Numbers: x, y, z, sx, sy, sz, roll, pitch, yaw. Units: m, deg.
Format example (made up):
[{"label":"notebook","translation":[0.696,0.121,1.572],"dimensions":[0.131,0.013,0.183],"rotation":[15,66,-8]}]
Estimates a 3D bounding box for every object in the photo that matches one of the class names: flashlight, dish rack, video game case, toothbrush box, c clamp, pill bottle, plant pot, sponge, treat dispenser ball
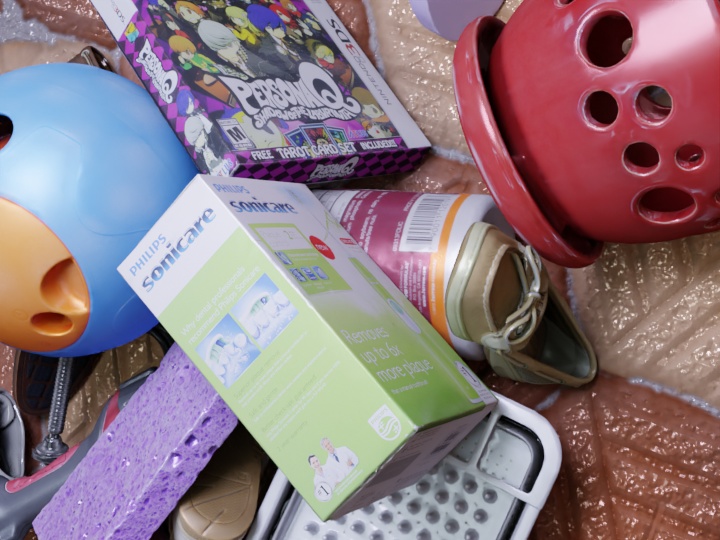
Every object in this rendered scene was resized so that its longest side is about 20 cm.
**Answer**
[{"label":"flashlight","translation":[-0.220,0.145,1.049],"dimensions":[0.200,0.068,0.068],"rotation":[-28,93,13]},{"label":"dish rack","translation":[0.026,0.162,0.930],"dimensions":[0.171,0.044,0.200],"rotation":[25,87,16]},{"label":"video game case","translation":[-0.067,-0.138,0.991],"dimensions":[0.181,0.200,0.036],"rotation":[56,128,21]},{"label":"toothbrush box","translation":[-0.029,0.041,0.858],"dimensions":[0.200,0.146,0.086],"rotation":[47,108,17]},{"label":"c clamp","translation":[-0.205,0.084,1.081],"dimensions":[0.171,0.027,0.200],"rotation":[7,99,3]},{"label":"pill bottle","translation":[0.000,0.000,0.986],"dimensions":[0.200,0.114,0.114],"rotation":[4,84,25]},{"label":"plant pot","translation":[0.168,-0.107,0.880],"dimensions":[0.182,0.200,0.201],"rotation":[-25,73,23]},{"label":"sponge","translation":[-0.144,0.125,0.944],"dimensions":[0.200,0.030,0.112],"rotation":[-52,27,1]},{"label":"treat dispenser ball","translation":[-0.203,-0.041,0.961],"dimensions":[0.201,0.201,0.201],"rotation":[-4,81,24]}]

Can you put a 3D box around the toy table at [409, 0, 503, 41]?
[{"label":"toy table","translation":[0.046,-0.275,0.980],"dimensions":[0.117,0.184,0.200],"rotation":[36,126,29]}]

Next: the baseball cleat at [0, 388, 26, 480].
[{"label":"baseball cleat","translation":[-0.336,0.106,1.143],"dimensions":[0.200,0.070,0.106],"rotation":[49,117,11]}]

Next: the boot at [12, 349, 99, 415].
[{"label":"boot","translation":[-0.249,0.012,1.136],"dimensions":[0.097,0.075,0.200],"rotation":[33,107,49]}]

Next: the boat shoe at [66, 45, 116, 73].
[{"label":"boat shoe","translation":[-0.173,-0.112,1.103],"dimensions":[0.202,0.075,0.075],"rotation":[39,93,24]}]

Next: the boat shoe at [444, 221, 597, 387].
[{"label":"boat shoe","translation":[0.105,0.028,0.889],"dimensions":[0.063,0.201,0.073],"rotation":[15,71,24]}]

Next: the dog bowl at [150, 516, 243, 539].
[{"label":"dog bowl","translation":[-0.164,0.253,1.013],"dimensions":[0.200,0.074,0.201],"rotation":[-3,86,41]}]

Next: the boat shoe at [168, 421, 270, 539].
[{"label":"boat shoe","translation":[-0.098,0.127,0.998],"dimensions":[0.074,0.200,0.069],"rotation":[23,130,-6]}]
